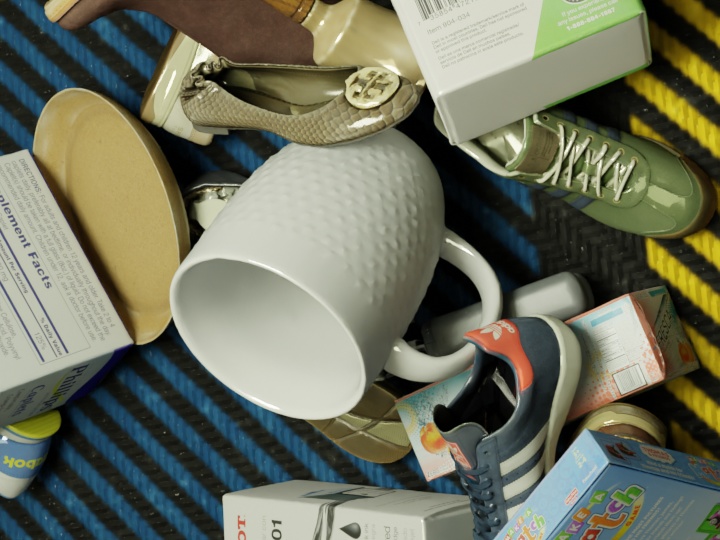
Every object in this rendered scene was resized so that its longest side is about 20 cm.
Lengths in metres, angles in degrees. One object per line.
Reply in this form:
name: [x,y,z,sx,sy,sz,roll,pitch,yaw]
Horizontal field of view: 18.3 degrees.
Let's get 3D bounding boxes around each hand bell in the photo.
hand bell: [-0.046,-0.184,1.532,0.200,0.104,0.104,31,113,-13]

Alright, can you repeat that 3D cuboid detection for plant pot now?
plant pot: [-0.184,-0.043,1.688,0.200,0.027,0.201,27,127,44]

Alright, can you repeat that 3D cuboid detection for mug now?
mug: [0.000,0.000,1.497,0.200,0.175,0.148,29,143,7]

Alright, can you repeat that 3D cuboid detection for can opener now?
can opener: [0.059,0.031,1.549,0.200,0.053,0.067,-21,82,16]

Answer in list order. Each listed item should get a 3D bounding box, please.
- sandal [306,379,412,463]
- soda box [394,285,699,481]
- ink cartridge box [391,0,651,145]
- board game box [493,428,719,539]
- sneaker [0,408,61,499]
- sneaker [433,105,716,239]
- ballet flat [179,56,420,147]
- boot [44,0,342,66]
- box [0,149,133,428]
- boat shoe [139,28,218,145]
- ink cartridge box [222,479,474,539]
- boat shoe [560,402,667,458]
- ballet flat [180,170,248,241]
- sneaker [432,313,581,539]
sandal: [-0.037,0.065,1.637,0.200,0.054,0.080,36,118,8]
soda box: [0.126,0.077,1.526,0.200,0.068,0.064,-26,82,29]
ink cartridge box: [0.087,-0.206,1.469,0.145,0.084,0.200,-22,67,3]
board game box: [0.174,0.181,1.433,0.151,0.200,0.037,-53,45,22]
sneaker: [-0.328,0.111,1.797,0.200,0.074,0.082,32,121,31]
sneaker: [0.134,-0.074,1.497,0.200,0.090,0.067,29,107,25]
ballet flat: [-0.047,-0.120,1.500,0.200,0.067,0.046,6,130,41]
boot: [-0.102,-0.175,1.572,0.200,0.072,0.167,-32,104,-7]
box: [-0.309,0.029,1.694,0.184,0.200,0.105,60,143,14]
boat shoe: [-0.095,-0.190,1.645,0.065,0.072,0.200,24,96,-10]
ink cartridge box: [0.000,0.231,1.581,0.200,0.086,0.147,0,94,42]
boat shoe: [0.142,0.178,1.497,0.072,0.068,0.200,22,127,-5]
ballet flat: [-0.054,-0.030,1.626,0.200,0.073,0.073,14,101,29]
sneaker: [0.084,0.126,1.457,0.075,0.084,0.201,18,105,55]
